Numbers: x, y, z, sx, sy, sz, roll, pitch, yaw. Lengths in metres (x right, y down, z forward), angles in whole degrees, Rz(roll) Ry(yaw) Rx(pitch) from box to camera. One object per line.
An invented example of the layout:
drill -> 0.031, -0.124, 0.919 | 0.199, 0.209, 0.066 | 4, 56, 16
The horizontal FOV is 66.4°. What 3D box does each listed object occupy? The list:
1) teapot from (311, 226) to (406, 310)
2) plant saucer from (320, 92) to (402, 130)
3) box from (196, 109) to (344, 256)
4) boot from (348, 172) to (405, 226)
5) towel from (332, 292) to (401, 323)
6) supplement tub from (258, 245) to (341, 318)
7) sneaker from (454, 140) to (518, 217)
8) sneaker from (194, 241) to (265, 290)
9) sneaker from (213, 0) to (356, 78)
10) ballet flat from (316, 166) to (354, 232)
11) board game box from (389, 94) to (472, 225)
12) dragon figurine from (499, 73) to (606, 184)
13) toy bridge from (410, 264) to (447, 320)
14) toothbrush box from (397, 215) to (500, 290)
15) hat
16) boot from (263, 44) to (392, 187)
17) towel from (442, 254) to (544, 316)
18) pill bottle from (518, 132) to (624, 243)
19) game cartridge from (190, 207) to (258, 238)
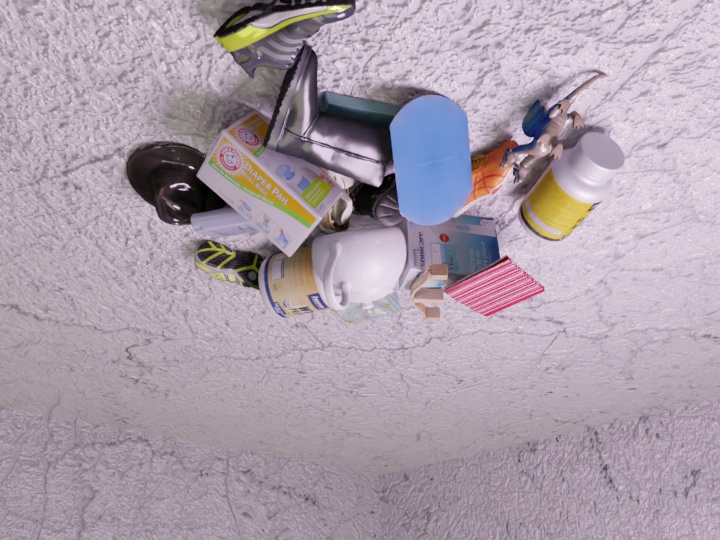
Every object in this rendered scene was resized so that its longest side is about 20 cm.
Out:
teapot -> 0.000, 0.000, 1.044 | 0.197, 0.149, 0.197 | -7, 180, -19
plant saucer -> 0.030, -0.243, 0.905 | 0.196, 0.019, 0.070 | 6, 148, -13
box -> -0.143, -0.142, 0.888 | 0.199, 0.113, 0.101 | 41, 126, -7
boot -> 0.075, -0.158, 0.986 | 0.074, 0.203, 0.153 | 58, 163, -23
towel -> -0.001, 0.071, 1.396 | 0.168, 0.049, 0.200 | -13, 147, 18
supplement tub -> -0.109, 0.019, 1.215 | 0.197, 0.147, 0.145 | -12, 147, 20
sneaker -> 0.201, -0.166, 0.988 | 0.076, 0.074, 0.200 | 30, 135, -22
sneaker -> -0.284, -0.004, 1.257 | 0.198, 0.076, 0.076 | 28, 148, -22
sneaker -> -0.092, -0.317, 0.727 | 0.197, 0.075, 0.081 | -7, 143, 24
ballet flat -> -0.038, -0.147, 0.958 | 0.065, 0.070, 0.202 | 35, 148, 27
board game box -> 0.108, -0.178, 0.894 | 0.156, 0.204, 0.039 | -18, -161, -28
dragon figurine -> 0.296, -0.231, 0.870 | 0.058, 0.099, 0.202 | 27, 98, -20
toy bridge -> 0.133, 0.050, 1.099 | 0.066, 0.028, 0.201 | 1, 150, 3
toothbrush box -> 0.178, -0.035, 1.128 | 0.196, 0.149, 0.086 | 6, 148, -9
hat -> -0.341, -0.135, 1.016 | 0.197, 0.082, 0.202 | 1, 149, 0
boot -> -0.030, -0.230, 0.843 | 0.197, 0.066, 0.166 | 16, 121, -22
towel -> 0.264, 0.035, 1.077 | 0.143, 0.023, 0.199 | -29, 147, 26
pill bottle -> 0.374, -0.145, 0.981 | 0.109, 0.113, 0.201 | 6, 149, -11
game cartridge -> -0.231, -0.093, 1.038 | 0.131, 0.041, 0.200 | -6, -179, -3
